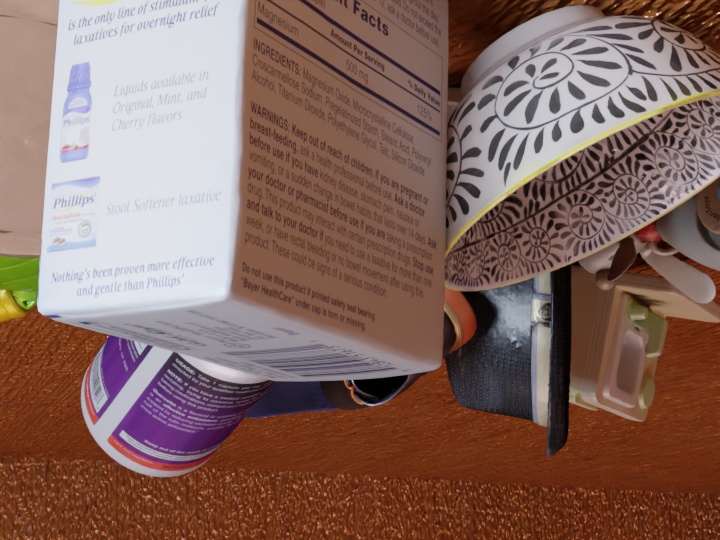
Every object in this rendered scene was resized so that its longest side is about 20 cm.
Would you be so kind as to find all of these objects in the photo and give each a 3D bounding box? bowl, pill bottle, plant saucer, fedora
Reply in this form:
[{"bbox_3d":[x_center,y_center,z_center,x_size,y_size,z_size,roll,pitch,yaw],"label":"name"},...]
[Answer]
[{"bbox_3d":[0.111,-0.078,0.761,0.200,0.095,0.201,-24,163,-8],"label":"bowl"},{"bbox_3d":[-0.110,0.052,0.979,0.112,0.113,0.200,9,142,-30],"label":"pill bottle"},{"bbox_3d":[-0.176,-0.079,0.737,0.198,0.030,0.201,-3,132,-4],"label":"plant saucer"},{"bbox_3d":[0.108,0.033,1.042,0.091,0.202,0.201,1,166,10],"label":"fedora"}]

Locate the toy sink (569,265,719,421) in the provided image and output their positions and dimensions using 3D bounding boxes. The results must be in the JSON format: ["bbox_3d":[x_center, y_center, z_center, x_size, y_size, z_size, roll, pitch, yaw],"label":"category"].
[{"bbox_3d":[0.198,0.063,1.248,0.199,0.113,0.130,8,172,32],"label":"toy sink"}]

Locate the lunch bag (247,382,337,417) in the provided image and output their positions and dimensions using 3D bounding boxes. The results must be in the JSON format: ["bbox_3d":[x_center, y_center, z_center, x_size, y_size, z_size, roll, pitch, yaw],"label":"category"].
[{"bbox_3d":[-0.084,0.030,1.165,0.135,0.133,0.200,-8,152,25],"label":"lunch bag"}]

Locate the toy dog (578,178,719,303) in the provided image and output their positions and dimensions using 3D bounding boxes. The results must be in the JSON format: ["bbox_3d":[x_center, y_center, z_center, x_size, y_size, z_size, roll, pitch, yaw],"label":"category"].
[{"bbox_3d":[0.252,-0.008,1.080,0.131,0.097,0.200,5,165,-18],"label":"toy dog"}]

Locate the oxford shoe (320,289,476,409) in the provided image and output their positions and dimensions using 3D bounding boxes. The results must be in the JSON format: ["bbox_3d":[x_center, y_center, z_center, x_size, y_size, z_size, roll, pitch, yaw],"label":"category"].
[{"bbox_3d":[0.006,0.065,1.023,0.072,0.071,0.200,-39,177,-31],"label":"oxford shoe"}]

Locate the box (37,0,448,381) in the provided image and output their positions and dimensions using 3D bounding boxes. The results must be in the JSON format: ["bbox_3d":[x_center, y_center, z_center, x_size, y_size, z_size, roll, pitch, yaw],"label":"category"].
[{"bbox_3d":[-0.046,-0.062,0.666,0.104,0.202,0.184,-6,165,30],"label":"box"}]

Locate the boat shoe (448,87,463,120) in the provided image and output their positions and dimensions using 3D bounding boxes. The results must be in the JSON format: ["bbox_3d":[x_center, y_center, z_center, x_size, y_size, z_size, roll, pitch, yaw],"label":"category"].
[{"bbox_3d":[0.003,-0.073,0.877,0.199,0.074,0.067,-9,165,36],"label":"boat shoe"}]

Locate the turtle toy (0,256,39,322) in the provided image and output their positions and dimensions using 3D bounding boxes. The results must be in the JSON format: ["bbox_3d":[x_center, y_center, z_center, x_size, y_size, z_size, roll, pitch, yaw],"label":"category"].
[{"bbox_3d":[-0.220,-0.042,0.943,0.145,0.102,0.200,-17,164,8],"label":"turtle toy"}]

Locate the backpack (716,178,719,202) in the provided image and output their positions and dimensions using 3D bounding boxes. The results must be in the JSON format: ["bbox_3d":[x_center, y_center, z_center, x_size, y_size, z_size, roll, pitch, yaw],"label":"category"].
[{"bbox_3d":[0.314,-0.031,0.887,0.181,0.136,0.200,0,162,0],"label":"backpack"}]
